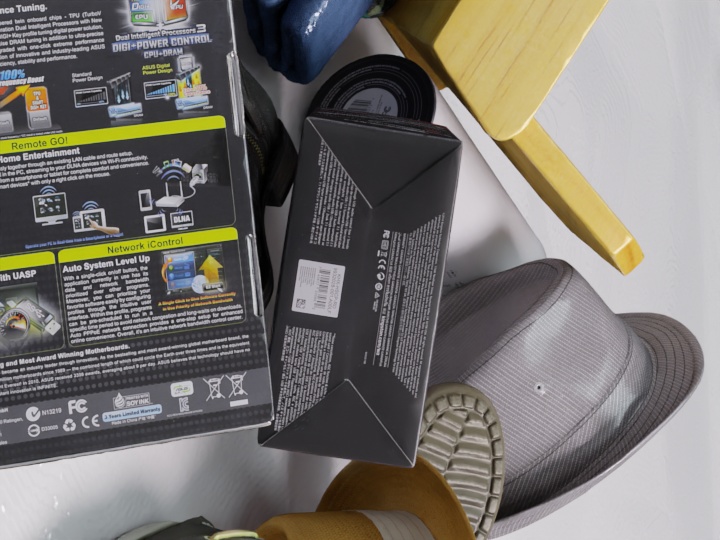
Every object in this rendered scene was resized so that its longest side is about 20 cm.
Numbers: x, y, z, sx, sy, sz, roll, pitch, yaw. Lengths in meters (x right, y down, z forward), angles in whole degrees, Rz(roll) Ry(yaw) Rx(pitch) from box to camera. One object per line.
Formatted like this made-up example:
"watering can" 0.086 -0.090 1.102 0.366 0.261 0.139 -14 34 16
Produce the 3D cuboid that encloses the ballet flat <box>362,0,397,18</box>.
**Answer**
"ballet flat" 0.018 -0.230 1.196 0.074 0.074 0.201 54 49 -51

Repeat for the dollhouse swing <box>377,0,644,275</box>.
"dollhouse swing" 0.115 -0.129 1.157 0.183 0.175 0.200 -56 -166 5

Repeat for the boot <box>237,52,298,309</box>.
"boot" -0.090 -0.078 0.936 0.201 0.069 0.175 -78 154 -53

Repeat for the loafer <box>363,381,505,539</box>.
"loafer" 0.017 0.153 1.108 0.076 0.067 0.202 19 89 -26

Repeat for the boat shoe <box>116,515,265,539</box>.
"boat shoe" -0.097 0.153 0.889 0.201 0.060 0.073 -27 112 -64

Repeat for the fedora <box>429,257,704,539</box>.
"fedora" 0.085 0.060 1.184 0.091 0.199 0.177 53 6 -24

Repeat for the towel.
"towel" 0.011 -0.192 1.071 0.201 0.048 0.112 -55 174 -11

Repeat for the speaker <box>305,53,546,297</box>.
"speaker" 0.042 -0.038 1.205 0.200 0.080 0.082 49 44 -54

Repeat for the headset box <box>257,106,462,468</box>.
"headset box" 0.000 0.000 1.013 0.200 0.074 0.150 -90 -171 -85

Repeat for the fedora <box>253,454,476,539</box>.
"fedora" -0.017 0.180 0.997 0.081 0.200 0.203 11 74 -28

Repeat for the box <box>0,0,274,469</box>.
"box" -0.134 -0.016 0.681 0.044 0.198 0.162 -167 -110 -72
